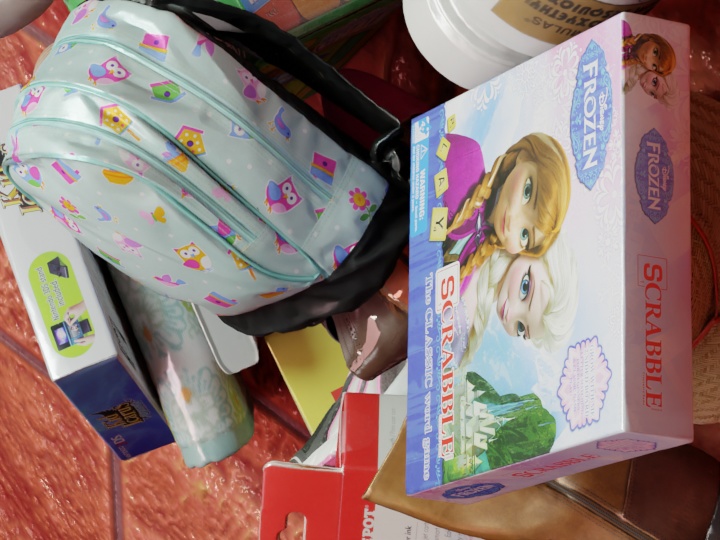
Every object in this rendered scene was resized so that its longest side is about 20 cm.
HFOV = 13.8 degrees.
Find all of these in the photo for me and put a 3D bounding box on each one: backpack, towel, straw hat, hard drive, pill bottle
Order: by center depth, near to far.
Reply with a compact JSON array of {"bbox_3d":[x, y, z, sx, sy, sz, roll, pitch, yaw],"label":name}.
[{"bbox_3d":[0.101,-0.166,1.431,0.114,0.114,0.200,57,147,8],"label":"pill bottle"},{"bbox_3d":[0.132,0.010,1.492,0.201,0.085,0.201,16,125,24],"label":"straw hat"},{"bbox_3d":[-0.084,-0.054,1.545,0.200,0.127,0.167,39,148,-25],"label":"backpack"},{"bbox_3d":[-0.097,-0.015,1.793,0.200,0.026,0.132,-111,-2,-83],"label":"hard drive"},{"bbox_3d":[-0.119,0.029,1.848,0.200,0.048,0.171,-117,3,-85],"label":"towel"}]

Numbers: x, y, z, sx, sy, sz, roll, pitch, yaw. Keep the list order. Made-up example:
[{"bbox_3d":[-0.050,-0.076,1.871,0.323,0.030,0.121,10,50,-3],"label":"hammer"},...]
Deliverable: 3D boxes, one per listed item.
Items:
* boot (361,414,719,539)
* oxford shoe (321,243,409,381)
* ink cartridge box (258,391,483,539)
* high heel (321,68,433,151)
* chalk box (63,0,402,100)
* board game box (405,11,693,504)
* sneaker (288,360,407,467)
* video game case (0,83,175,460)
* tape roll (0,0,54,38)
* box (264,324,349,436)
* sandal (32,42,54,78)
[{"bbox_3d":[0.094,0.155,1.560,0.200,0.188,0.068,25,-177,1],"label":"boot"},{"bbox_3d":[0.000,0.000,1.652,0.071,0.073,0.200,34,-168,-15],"label":"oxford shoe"},{"bbox_3d":[0.045,0.132,1.652,0.067,0.200,0.116,-88,2,-51],"label":"ink cartridge box"},{"bbox_3d":[0.062,-0.053,1.605,0.200,0.067,0.096,41,153,6],"label":"high heel"},{"bbox_3d":[-0.057,-0.167,1.636,0.124,0.124,0.200,59,148,6],"label":"chalk box"},{"bbox_3d":[0.087,-0.001,1.431,0.199,0.041,0.200,-25,61,58],"label":"board game box"},{"bbox_3d":[0.026,0.064,1.708,0.200,0.080,0.086,-44,42,28],"label":"sneaker"},{"bbox_3d":[-0.175,0.006,1.801,0.200,0.045,0.181,68,-179,-71],"label":"video game case"},{"bbox_3d":[-0.249,-0.236,1.779,0.203,0.202,0.071,58,146,6],"label":"tape roll"},{"bbox_3d":[-0.006,0.091,1.792,0.200,0.050,0.075,64,179,-1],"label":"box"},{"bbox_3d":[-0.159,-0.103,1.763,0.059,0.207,0.079,-12,103,13],"label":"sandal"}]
